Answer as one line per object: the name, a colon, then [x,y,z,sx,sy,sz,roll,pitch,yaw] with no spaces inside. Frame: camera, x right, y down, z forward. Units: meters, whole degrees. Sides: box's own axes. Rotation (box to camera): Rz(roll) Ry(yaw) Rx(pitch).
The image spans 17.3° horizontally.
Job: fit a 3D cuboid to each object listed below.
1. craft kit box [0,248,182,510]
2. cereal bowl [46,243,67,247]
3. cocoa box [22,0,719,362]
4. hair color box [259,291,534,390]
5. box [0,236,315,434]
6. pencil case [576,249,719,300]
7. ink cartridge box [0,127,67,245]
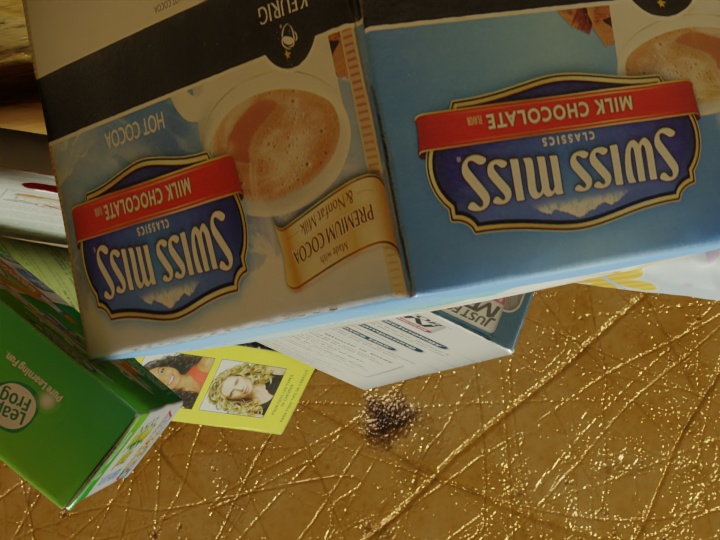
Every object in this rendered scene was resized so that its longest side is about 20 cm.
craft kit box: [-0.157,0.002,0.845,0.049,0.200,0.198,-51,180,1]
cereal bowl: [-0.246,-0.007,1.574,0.199,0.084,0.200,-10,178,0]
cocoa box: [0.003,-0.051,0.723,0.133,0.132,0.200,-9,178,-33]
hair color box: [0.000,0.000,1.046,0.100,0.061,0.200,25,167,-14]
box: [-0.122,0.029,1.123,0.199,0.050,0.075,9,-154,-38]
pencil case: [0.119,-0.038,1.103,0.199,0.091,0.083,5,163,14]
ink cartridge box: [-0.127,-0.044,1.038,0.159,0.048,0.200,9,172,-16]
